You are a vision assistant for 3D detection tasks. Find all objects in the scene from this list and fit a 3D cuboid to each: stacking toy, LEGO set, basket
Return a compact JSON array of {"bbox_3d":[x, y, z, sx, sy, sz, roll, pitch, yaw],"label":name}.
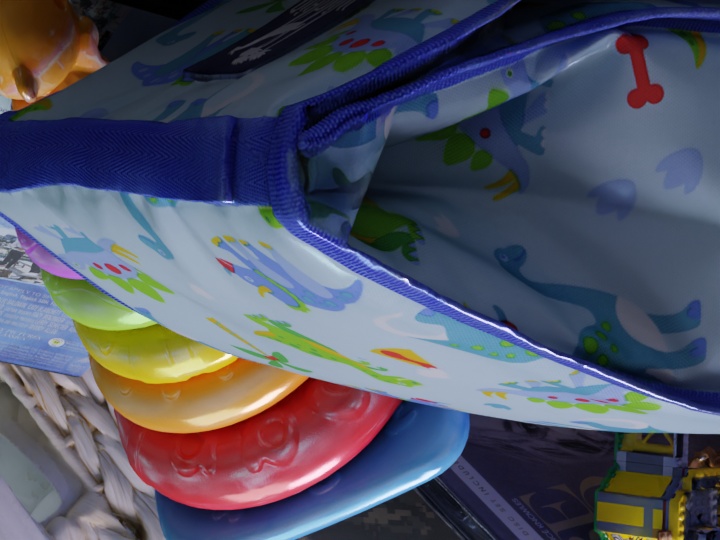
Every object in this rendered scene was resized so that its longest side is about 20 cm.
[{"bbox_3d":[-0.058,-0.014,0.845,0.110,0.116,0.200,-22,134,17],"label":"stacking toy"},{"bbox_3d":[0.184,0.046,1.066,0.116,0.154,0.200,4,176,44],"label":"LEGO set"},{"bbox_3d":[-0.131,0.065,1.107,0.136,0.123,0.200,54,157,-2],"label":"basket"}]

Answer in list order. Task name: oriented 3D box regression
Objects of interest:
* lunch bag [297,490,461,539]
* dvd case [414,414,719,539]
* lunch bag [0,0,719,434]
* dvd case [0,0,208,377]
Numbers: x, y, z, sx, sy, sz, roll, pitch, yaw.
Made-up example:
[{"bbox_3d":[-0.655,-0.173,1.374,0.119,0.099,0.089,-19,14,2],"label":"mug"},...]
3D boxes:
[{"bbox_3d":[0.015,0.168,1.174,0.164,0.200,0.118,4,-147,-9],"label":"lunch bag"},{"bbox_3d":[0.091,0.073,1.130,0.200,0.016,0.149,-7,-135,-50],"label":"dvd case"},{"bbox_3d":[0.022,-0.022,0.745,0.200,0.128,0.170,1,180,-32],"label":"lunch bag"},{"bbox_3d":[-0.106,-0.033,0.900,0.143,0.018,0.200,14,142,-29],"label":"dvd case"}]
